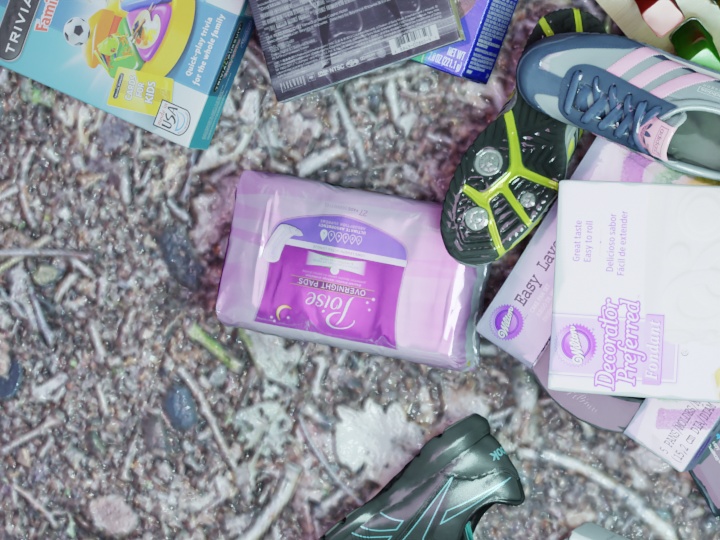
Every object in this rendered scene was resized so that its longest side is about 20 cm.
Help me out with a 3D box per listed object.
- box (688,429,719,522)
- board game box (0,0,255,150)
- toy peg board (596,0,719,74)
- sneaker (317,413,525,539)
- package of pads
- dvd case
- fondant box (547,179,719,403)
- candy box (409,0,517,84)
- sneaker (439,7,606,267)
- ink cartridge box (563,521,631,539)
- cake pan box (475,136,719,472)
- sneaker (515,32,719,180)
[{"bbox_3d":[0.276,0.055,1.617,0.159,0.046,0.200,-31,82,16],"label":"box"},{"bbox_3d":[-0.184,-0.200,1.748,0.200,0.047,0.151,24,98,14],"label":"board game box"},{"bbox_3d":[0.242,-0.242,1.556,0.200,0.098,0.199,-40,105,13],"label":"toy peg board"},{"bbox_3d":[0.033,0.194,1.680,0.200,0.075,0.079,-41,83,14],"label":"sneaker"},{"bbox_3d":[0.000,0.000,1.683,0.199,0.076,0.121,10,91,16],"label":"package of pads"},{"bbox_3d":[-0.020,-0.238,1.635,0.148,0.016,0.201,-17,86,20],"label":"dvd case"},{"bbox_3d":[0.231,0.016,1.524,0.199,0.058,0.145,3,90,19],"label":"fondant box"},{"bbox_3d":[0.043,-0.259,1.663,0.169,0.077,0.201,21,96,16],"label":"candy box"},{"bbox_3d":[0.124,-0.086,1.619,0.075,0.076,0.200,28,80,17],"label":"sneaker"},{"bbox_3d":[0.220,0.285,1.621,0.200,0.085,0.145,22,97,14],"label":"ink cartridge box"},{"bbox_3d":[0.204,0.016,1.589,0.184,0.052,0.200,36,99,17],"label":"cake pan box"},{"bbox_3d":[0.192,-0.108,1.520,0.199,0.082,0.070,15,118,17],"label":"sneaker"}]
